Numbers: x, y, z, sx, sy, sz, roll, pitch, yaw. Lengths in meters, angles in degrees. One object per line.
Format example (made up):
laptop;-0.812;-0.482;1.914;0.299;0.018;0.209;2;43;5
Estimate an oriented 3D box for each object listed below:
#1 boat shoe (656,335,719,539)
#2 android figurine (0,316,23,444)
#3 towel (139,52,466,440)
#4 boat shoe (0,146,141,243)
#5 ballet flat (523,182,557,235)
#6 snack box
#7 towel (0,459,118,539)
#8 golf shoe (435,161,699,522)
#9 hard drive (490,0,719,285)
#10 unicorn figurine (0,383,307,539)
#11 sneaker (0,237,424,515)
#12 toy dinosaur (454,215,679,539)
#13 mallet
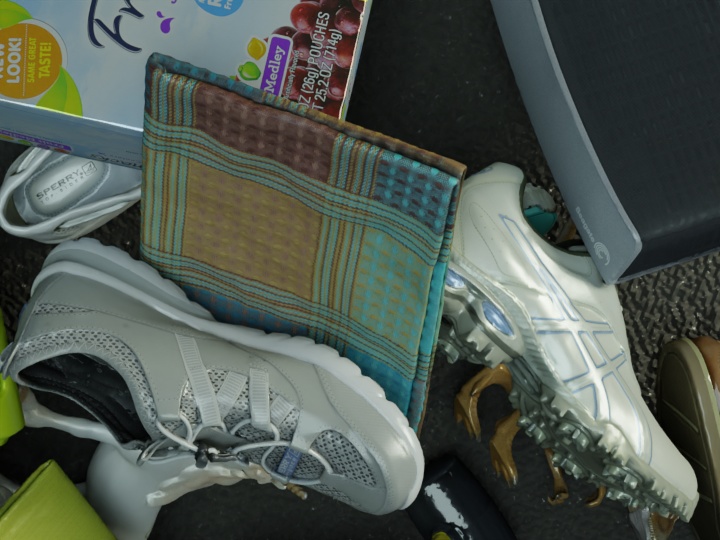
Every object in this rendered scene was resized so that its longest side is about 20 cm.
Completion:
boat shoe;0.204;0.120;0.895;0.068;0.072;0.200;-18;107;-6
android figurine;-0.231;0.034;0.848;0.182;0.041;0.200;2;106;46
towel;-0.033;0.003;0.778;0.146;0.022;0.200;20;140;10
boat shoe;-0.095;-0.076;0.863;0.200;0.069;0.071;-38;96;8
ballet flat;0.000;0.000;0.880;0.200;0.072;0.072;-33;98;7
snack box;-0.076;-0.145;0.814;0.168;0.068;0.200;13;74;0
towel;-0.123;0.191;0.855;0.086;0.018;0.200;-49;121;-29
golf shoe;0.105;0.034;0.826;0.200;0.078;0.097;45;73;-19
hard drive;0.140;-0.106;0.819;0.135;0.042;0.200;-17;78;-5
unicorn figurine;-0.118;0.098;0.885;0.137;0.074;0.200;28;138;-11
sneaker;-0.069;0.066;0.784;0.200;0.082;0.075;25;139;7
toy dinosaur;0.103;0.054;0.897;0.106;0.060;0.200;-24;107;-14
mallet;0.018;0.149;0.845;0.041;0.200;0.066;-33;88;30
